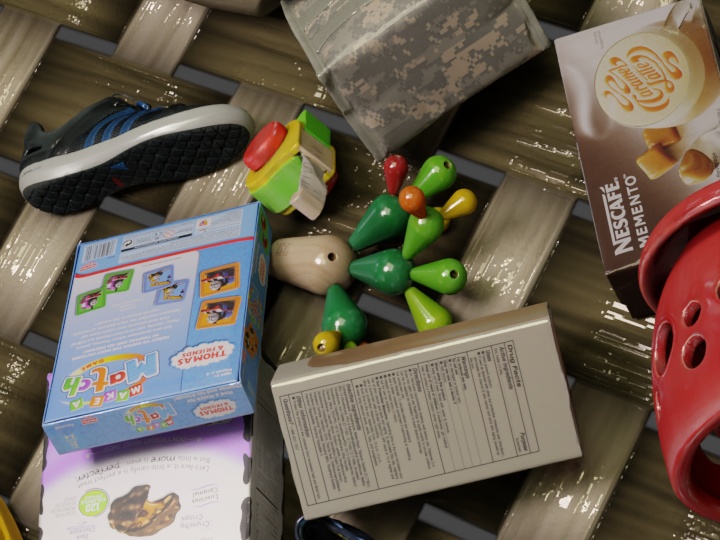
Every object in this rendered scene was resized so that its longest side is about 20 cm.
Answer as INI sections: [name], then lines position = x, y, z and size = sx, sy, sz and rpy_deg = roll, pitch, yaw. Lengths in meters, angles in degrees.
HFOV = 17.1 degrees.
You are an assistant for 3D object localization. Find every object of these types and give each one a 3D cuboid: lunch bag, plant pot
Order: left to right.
[lunch bag]
position = 0.030, -0.206, 1.819
size = 0.164, 0.118, 0.200
rpy_deg = -33, 34, 5
[plant pot]
position = 0.284, 0.044, 1.558
size = 0.199, 0.201, 0.183
rpy_deg = -15, 54, 14

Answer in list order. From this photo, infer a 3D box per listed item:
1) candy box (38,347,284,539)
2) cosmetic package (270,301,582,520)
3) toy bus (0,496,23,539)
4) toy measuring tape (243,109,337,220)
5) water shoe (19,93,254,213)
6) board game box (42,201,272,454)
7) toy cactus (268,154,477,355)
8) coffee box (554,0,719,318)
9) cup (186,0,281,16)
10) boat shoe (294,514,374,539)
[candy box]
position = -0.144, 0.166, 1.734
size = 0.167, 0.072, 0.201
rpy_deg = -9, 62, 17
[cosmetic package]
position = 0.046, 0.096, 1.655
size = 0.199, 0.071, 0.106
rpy_deg = -12, 98, 5
[toy bus]
position = -0.368, 0.212, 1.729
size = 0.200, 0.192, 0.136
rpy_deg = -36, 59, 3
[toy measuring tape]
position = -0.054, -0.063, 1.778
size = 0.073, 0.074, 0.200
rpy_deg = -23, 20, 9
[water shoe]
position = -0.181, -0.110, 1.886
size = 0.199, 0.072, 0.079
rpy_deg = -16, 58, 13
[board game box]
position = -0.145, 0.039, 1.743
size = 0.150, 0.037, 0.201
rpy_deg = -13, 38, 13
[toy cactus]
position = 0.000, 0.000, 1.758
size = 0.164, 0.102, 0.201
rpy_deg = 7, 76, 34
[coffee box]
position = 0.217, -0.081, 1.710
size = 0.114, 0.080, 0.201
rpy_deg = -16, 60, 13
[cup]
position = -0.101, -0.284, 1.889
size = 0.143, 0.200, 0.200
rpy_deg = 42, 84, 7
[boat shoe]
position = -0.002, 0.227, 1.605
size = 0.084, 0.069, 0.200
rpy_deg = -50, 29, -4
